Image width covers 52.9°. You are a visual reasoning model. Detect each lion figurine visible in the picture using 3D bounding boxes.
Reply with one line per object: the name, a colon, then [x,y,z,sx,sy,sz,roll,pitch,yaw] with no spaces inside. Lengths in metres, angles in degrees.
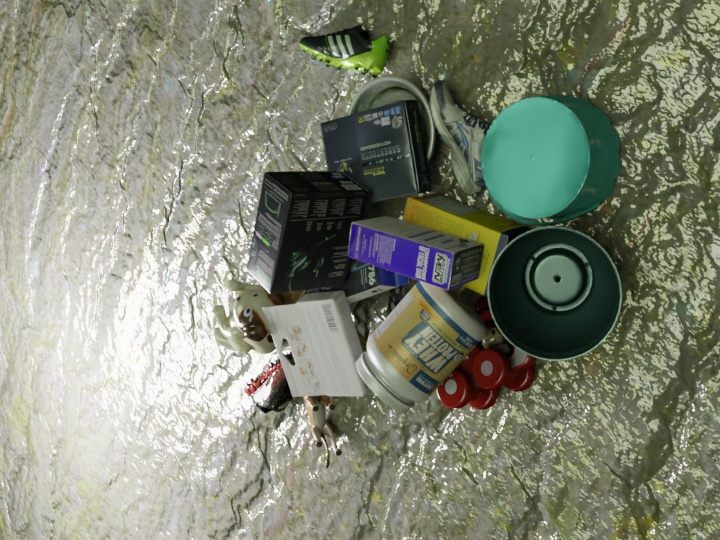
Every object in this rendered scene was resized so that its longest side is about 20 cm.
lion figurine: [-0.089,0.297,1.520,0.122,0.071,0.206,-140,48,-62]

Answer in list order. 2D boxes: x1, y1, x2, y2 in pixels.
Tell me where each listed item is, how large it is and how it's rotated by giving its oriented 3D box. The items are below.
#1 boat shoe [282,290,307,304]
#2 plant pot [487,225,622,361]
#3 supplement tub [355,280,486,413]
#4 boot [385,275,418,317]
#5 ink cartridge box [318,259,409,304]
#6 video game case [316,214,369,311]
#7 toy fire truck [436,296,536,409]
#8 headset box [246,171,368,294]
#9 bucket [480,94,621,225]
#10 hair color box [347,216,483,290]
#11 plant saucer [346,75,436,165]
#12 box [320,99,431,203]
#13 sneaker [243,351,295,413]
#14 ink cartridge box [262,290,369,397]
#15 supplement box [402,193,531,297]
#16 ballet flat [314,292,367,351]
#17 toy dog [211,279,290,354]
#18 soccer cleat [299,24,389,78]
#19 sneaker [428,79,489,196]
boat shoe: [-0.133,-0.021,1.438,0.071,0.076,0.205,28,116,26]
plant pot: [0.307,0.023,1.140,0.195,0.134,0.207,4,102,18]
supplement tub: [0.099,0.123,1.215,0.145,0.144,0.201,45,100,19]
boot: [0.091,0.101,1.335,0.164,0.064,0.205,39,120,53]
ink cartridge box: [0.000,0.000,1.350,0.197,0.039,0.102,-21,65,36]
video game case: [-0.050,-0.046,1.447,0.200,0.045,0.183,46,121,20]
toy fire truck: [0.206,0.143,1.272,0.199,0.111,0.172,-35,59,34]
headset box: [-0.096,-0.063,1.282,0.092,0.171,0.205,37,123,41]
bucket: [0.291,-0.174,1.128,0.203,0.133,0.214,6,101,35]
hair color box: [0.088,-0.032,1.180,0.196,0.108,0.067,17,108,33]
plant saucer: [0.061,-0.251,1.329,0.196,0.050,0.206,8,103,35]
box: [0.025,-0.205,1.301,0.196,0.051,0.162,-4,99,38]
sneaker: [-0.175,0.247,1.570,0.200,0.070,0.099,-41,76,39]
ink cartridge box: [-0.082,0.145,1.390,0.172,0.045,0.205,-6,110,33]
supplement box: [0.175,-0.048,1.249,0.197,0.108,0.112,25,112,30]
ballet flat: [-0.036,0.130,1.422,0.200,0.063,0.068,47,132,-3]
toy dog: [-0.218,0.107,1.496,0.193,0.140,0.200,40,159,3]
soccer cleat: [-0.029,-0.422,1.363,0.197,0.067,0.083,23,93,29]
sneaker: [0.184,-0.237,1.241,0.084,0.077,0.204,-22,93,25]
